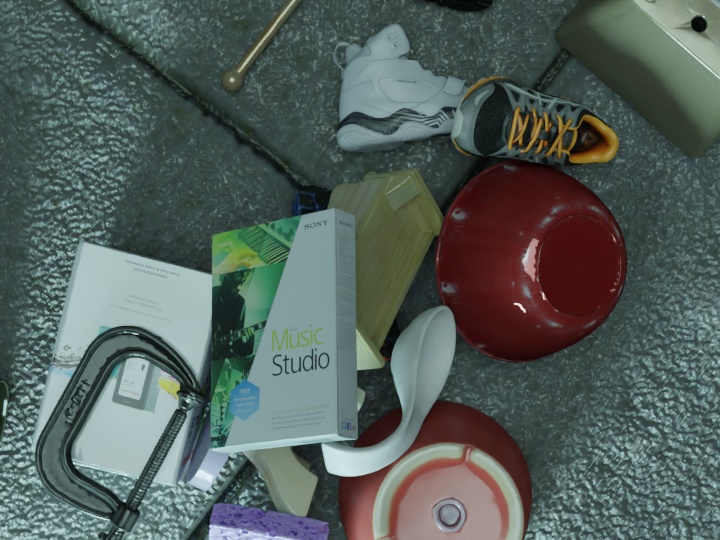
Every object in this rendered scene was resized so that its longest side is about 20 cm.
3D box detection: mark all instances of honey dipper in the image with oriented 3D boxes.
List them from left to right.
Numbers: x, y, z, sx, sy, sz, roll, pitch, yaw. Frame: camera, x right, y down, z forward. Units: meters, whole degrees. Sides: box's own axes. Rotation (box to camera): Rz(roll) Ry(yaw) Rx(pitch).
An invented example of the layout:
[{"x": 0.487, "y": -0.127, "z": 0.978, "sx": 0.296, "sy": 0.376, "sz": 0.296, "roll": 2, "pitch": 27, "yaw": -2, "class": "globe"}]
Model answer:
[{"x": -0.076, "y": -0.264, "z": 1.495, "sx": 0.038, "sy": 0.038, "sz": 0.201, "roll": 38, "pitch": 93, "yaw": 1, "class": "honey dipper"}]

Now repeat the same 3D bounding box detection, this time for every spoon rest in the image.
[{"x": 0.042, "y": 0.115, "z": 1.364, "sx": 0.060, "sy": 0.100, "sz": 0.200, "roll": 18, "pitch": 50, "yaw": 28, "class": "spoon rest"}]

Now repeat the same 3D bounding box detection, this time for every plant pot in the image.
[{"x": 0.078, "y": 0.227, "z": 1.408, "sx": 0.197, "sy": 0.177, "sz": 0.204, "roll": 0, "pitch": 88, "yaw": -1, "class": "plant pot"}, {"x": 0.333, "y": -0.254, "z": 1.421, "sx": 0.199, "sy": 0.177, "sz": 0.201, "roll": 40, "pitch": 90, "yaw": 1, "class": "plant pot"}]

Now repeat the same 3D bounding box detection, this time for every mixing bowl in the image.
[{"x": 0.182, "y": -0.007, "z": 1.413, "sx": 0.197, "sy": 0.108, "sz": 0.203, "roll": -1, "pitch": 93, "yaw": -24, "class": "mixing bowl"}]

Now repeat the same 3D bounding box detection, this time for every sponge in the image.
[{"x": -0.093, "y": 0.300, "z": 1.413, "sx": 0.110, "sy": 0.202, "sz": 0.030, "roll": 10, "pitch": 46, "yaw": 1, "class": "sponge"}]

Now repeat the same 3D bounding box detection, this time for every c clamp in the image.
[{"x": -0.207, "y": 0.161, "z": 1.343, "sx": 0.169, "sy": 0.027, "sz": 0.202, "roll": 23, "pitch": 90, "yaw": 5, "class": "c clamp"}]

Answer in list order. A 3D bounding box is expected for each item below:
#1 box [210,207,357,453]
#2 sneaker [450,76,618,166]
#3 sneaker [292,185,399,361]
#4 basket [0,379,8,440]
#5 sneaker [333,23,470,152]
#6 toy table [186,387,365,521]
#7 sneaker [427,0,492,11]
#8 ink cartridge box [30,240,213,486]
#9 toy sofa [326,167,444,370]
[{"x": -0.070, "y": 0.055, "z": 1.301, "sx": 0.143, "sy": 0.036, "sz": 0.203, "roll": -11, "pitch": 72, "yaw": 33, "class": "box"}, {"x": 0.170, "y": -0.139, "z": 1.417, "sx": 0.198, "sy": 0.077, "sz": 0.079, "roll": -3, "pitch": 113, "yaw": -38, "class": "sneaker"}, {"x": -0.030, "y": 0.009, "z": 1.466, "sx": 0.075, "sy": 0.078, "sz": 0.203, "roll": -4, "pitch": 69, "yaw": -37, "class": "sneaker"}, {"x": -0.470, "y": 0.164, "z": 1.436, "sx": 0.197, "sy": 0.136, "sz": 0.183, "roll": 17, "pitch": 85, "yaw": 4, "class": "basket"}, {"x": 0.067, "y": -0.188, "z": 1.469, "sx": 0.197, "sy": 0.075, "sz": 0.117, "roll": -9, "pitch": 87, "yaw": -2, "class": "sneaker"}, {"x": -0.082, "y": 0.144, "z": 1.421, "sx": 0.116, "sy": 0.184, "sz": 0.202, "roll": 27, "pitch": 56, "yaw": -9, "class": "toy table"}, {"x": 0.045, "y": -0.330, "z": 1.472, "sx": 0.197, "sy": 0.076, "sz": 0.089, "roll": 14, "pitch": 77, "yaw": -19, "class": "sneaker"}, {"x": -0.217, "y": 0.088, "z": 1.427, "sx": 0.144, "sy": 0.147, "sz": 0.203, "roll": 14, "pitch": 89, "yaw": 0, "class": "ink cartridge box"}, {"x": 0.000, "y": 0.000, "z": 1.398, "sx": 0.097, "sy": 0.201, "sz": 0.083, "roll": -8, "pitch": 129, "yaw": 36, "class": "toy sofa"}]
